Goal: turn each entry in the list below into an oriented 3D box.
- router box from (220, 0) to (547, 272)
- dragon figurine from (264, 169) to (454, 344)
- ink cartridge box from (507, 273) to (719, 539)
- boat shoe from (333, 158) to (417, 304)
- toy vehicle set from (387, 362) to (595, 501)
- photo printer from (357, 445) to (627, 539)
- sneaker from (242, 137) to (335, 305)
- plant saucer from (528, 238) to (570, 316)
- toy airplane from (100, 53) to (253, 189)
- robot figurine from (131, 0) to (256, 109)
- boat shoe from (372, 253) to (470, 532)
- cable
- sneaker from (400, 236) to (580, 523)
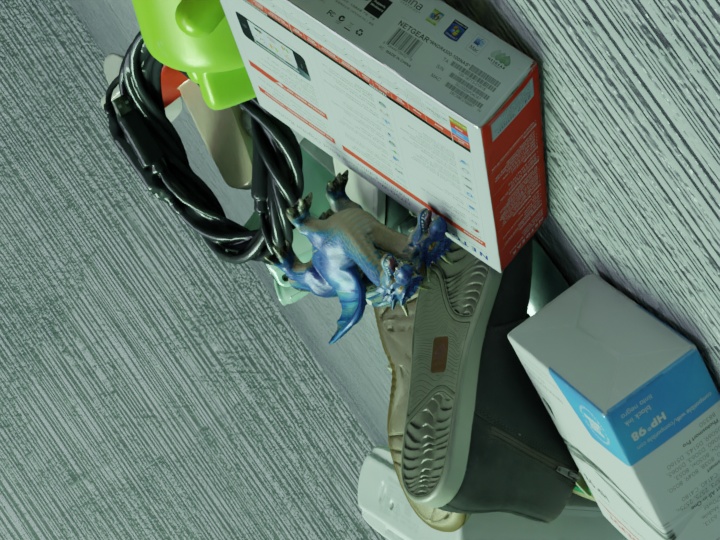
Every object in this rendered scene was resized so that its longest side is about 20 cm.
[{"bbox_3d":[0.011,-0.105,0.899,0.199,0.049,0.180,36,166,20],"label":"router box"},{"bbox_3d":[-0.005,0.006,0.997,0.100,0.059,0.200,51,151,12],"label":"dragon figurine"},{"bbox_3d":[0.175,0.113,0.932,0.201,0.066,0.116,59,171,-30],"label":"ink cartridge box"},{"bbox_3d":[0.022,-0.048,1.085,0.201,0.061,0.073,89,158,-59],"label":"boat shoe"},{"bbox_3d":[0.119,0.112,1.130,0.124,0.027,0.199,45,162,-32],"label":"toy vehicle set"},{"bbox_3d":[0.119,0.188,1.228,0.166,0.198,0.070,20,101,63],"label":"photo printer"},{"bbox_3d":[0.000,0.000,1.246,0.200,0.118,0.074,42,-173,5],"label":"sneaker"},{"bbox_3d":[0.107,0.027,1.095,0.202,0.039,0.201,55,173,10],"label":"plant saucer"},{"bbox_3d":[-0.124,-0.179,1.278,0.198,0.140,0.203,22,116,54],"label":"toy airplane"},{"bbox_3d":[-0.095,-0.206,0.999,0.176,0.115,0.202,-122,16,-53],"label":"robot figurine"},{"bbox_3d":[0.057,0.074,1.067,0.073,0.065,0.202,6,108,41],"label":"boat shoe"},{"bbox_3d":[-0.103,-0.091,1.178,0.163,0.051,0.201,-33,92,45],"label":"cable"},{"bbox_3d":[0.092,0.055,0.998,0.105,0.202,0.075,16,172,-31],"label":"sneaker"}]
